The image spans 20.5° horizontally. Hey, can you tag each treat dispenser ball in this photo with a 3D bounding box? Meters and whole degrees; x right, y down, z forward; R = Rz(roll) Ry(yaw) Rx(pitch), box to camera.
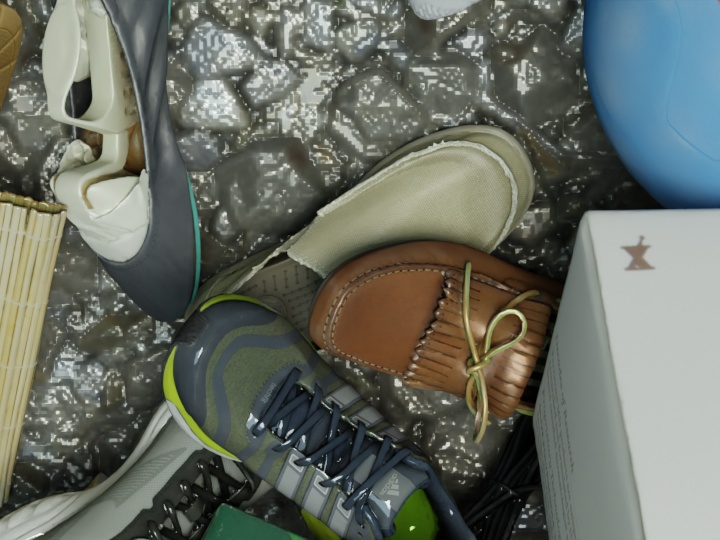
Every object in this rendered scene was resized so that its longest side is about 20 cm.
[{"bbox_3d":[0.199,-0.107,0.885,0.200,0.201,0.202,0,106,1],"label":"treat dispenser ball"}]

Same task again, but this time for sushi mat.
[{"bbox_3d":[-0.208,0.041,0.992,0.095,0.012,0.201,7,127,-14],"label":"sushi mat"}]

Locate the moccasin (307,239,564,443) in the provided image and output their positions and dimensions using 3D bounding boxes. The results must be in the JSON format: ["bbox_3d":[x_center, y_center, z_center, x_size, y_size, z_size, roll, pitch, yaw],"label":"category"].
[{"bbox_3d":[0.066,0.038,0.956,0.201,0.078,0.074,20,107,-33],"label":"moccasin"}]

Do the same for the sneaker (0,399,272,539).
[{"bbox_3d":[-0.094,0.119,0.956,0.200,0.079,0.074,-37,121,-6],"label":"sneaker"}]

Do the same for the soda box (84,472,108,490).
[{"bbox_3d":[-0.081,0.197,1.049,0.200,0.068,0.064,37,105,-9],"label":"soda box"}]

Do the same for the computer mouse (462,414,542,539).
[{"bbox_3d":[0.130,0.133,0.952,0.199,0.141,0.046,20,148,34],"label":"computer mouse"}]

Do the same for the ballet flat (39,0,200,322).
[{"bbox_3d":[-0.124,-0.067,0.970,0.073,0.073,0.201,-2,105,2],"label":"ballet flat"}]

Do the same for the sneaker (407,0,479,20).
[{"bbox_3d":[0.078,-0.213,0.927,0.200,0.075,0.115,-38,92,18],"label":"sneaker"}]

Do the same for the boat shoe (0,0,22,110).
[{"bbox_3d":[-0.229,-0.057,0.986,0.069,0.071,0.201,34,114,19],"label":"boat shoe"}]

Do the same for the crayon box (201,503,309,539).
[{"bbox_3d":[0.027,0.181,0.915,0.052,0.199,0.126,-61,142,-11],"label":"crayon box"}]

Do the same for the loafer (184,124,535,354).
[{"bbox_3d":[0.000,0.000,0.990,0.200,0.068,0.076,-33,103,10],"label":"loafer"}]

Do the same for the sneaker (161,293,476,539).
[{"bbox_3d":[-0.011,0.081,0.917,0.200,0.081,0.074,43,73,-36],"label":"sneaker"}]

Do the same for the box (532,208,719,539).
[{"bbox_3d":[0.187,0.096,0.825,0.198,0.201,0.172,-1,144,-5],"label":"box"}]
